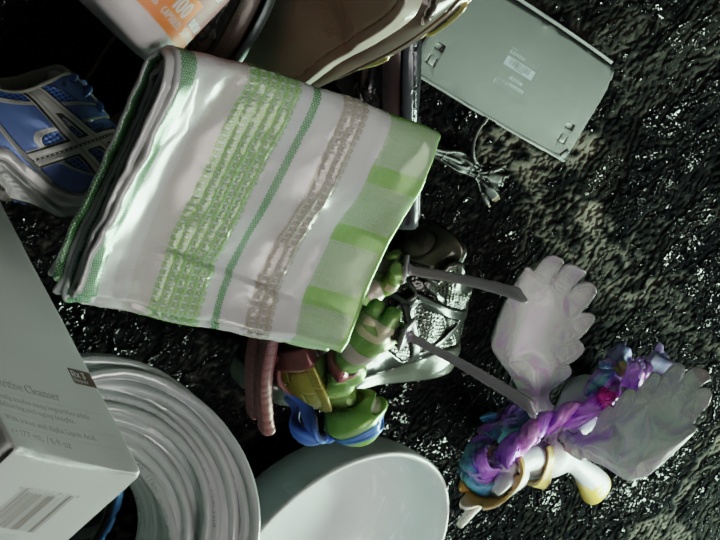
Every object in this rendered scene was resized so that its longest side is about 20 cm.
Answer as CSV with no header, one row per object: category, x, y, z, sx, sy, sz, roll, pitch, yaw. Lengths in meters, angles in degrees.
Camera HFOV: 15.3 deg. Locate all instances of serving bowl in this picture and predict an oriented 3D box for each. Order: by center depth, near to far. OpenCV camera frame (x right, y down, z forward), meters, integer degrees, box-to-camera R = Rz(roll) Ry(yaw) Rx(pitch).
serving bowl,-0.036,0.189,1.844,0.200,0.066,0.201,-27,138,-27

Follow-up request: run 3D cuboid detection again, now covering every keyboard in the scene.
keyboard,0.084,-0.113,1.739,0.200,0.021,0.127,26,97,-51

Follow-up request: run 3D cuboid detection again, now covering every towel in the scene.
towel,-0.056,-0.032,1.446,0.200,0.031,0.150,14,109,-40

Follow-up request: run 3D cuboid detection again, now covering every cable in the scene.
cable,-0.162,0.149,1.565,0.199,0.069,0.201,23,81,-14

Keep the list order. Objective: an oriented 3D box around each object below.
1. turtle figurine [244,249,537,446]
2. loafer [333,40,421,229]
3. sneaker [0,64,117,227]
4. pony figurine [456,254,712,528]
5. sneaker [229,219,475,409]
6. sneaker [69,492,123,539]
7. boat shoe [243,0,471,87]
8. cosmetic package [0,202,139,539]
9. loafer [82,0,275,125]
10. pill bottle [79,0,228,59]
turtle figurine,0.000,0.000,1.601,0.194,0.200,0.144,56,37,-20
loafer,0.006,-0.105,1.629,0.063,0.072,0.201,0,132,3
sneaker,-0.153,-0.066,1.452,0.199,0.076,0.077,18,96,-24
pony figurine,0.157,0.101,1.914,0.193,0.167,0.200,-54,159,19
sneaker,0.000,0.023,1.729,0.199,0.076,0.115,-11,128,-43
sneaker,-0.207,0.161,1.643,0.083,0.071,0.200,-6,129,-50
boat shoe,-0.010,-0.142,1.495,0.059,0.200,0.072,-6,82,-35
cosmetic package,-0.213,0.046,1.419,0.081,0.200,0.113,-40,152,19
loafer,-0.108,-0.127,1.493,0.063,0.072,0.200,17,113,-41
pill bottle,-0.076,-0.214,1.408,0.200,0.113,0.113,-47,143,-3
